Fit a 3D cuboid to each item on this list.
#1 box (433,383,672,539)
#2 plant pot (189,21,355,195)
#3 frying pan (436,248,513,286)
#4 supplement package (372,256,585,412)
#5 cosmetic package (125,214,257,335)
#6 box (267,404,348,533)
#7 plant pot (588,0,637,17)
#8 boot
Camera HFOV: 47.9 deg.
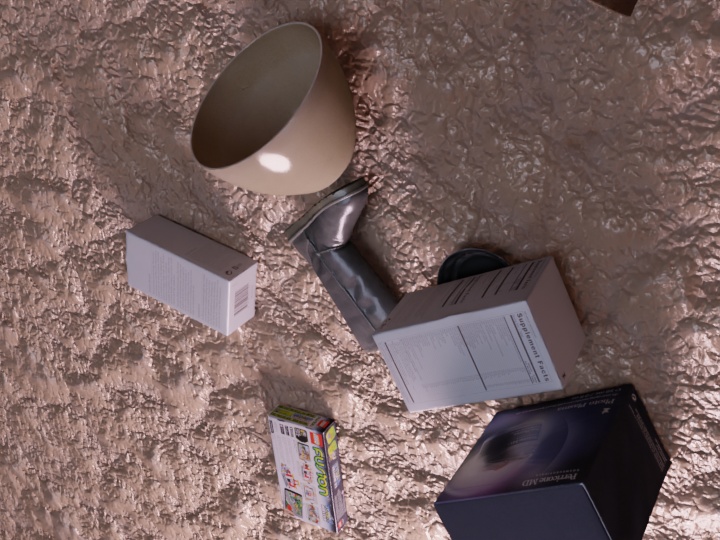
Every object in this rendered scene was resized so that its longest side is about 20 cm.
[{"bbox_3d":[0.224,0.246,0.938,0.199,0.198,0.124,-22,101,39],"label":"box"},{"bbox_3d":[-0.082,-0.166,0.950,0.199,0.202,0.134,-10,145,37],"label":"plant pot"},{"bbox_3d":[0.153,0.057,0.993,0.114,0.031,0.192,6,120,30],"label":"frying pan"},{"bbox_3d":[0.136,0.076,0.928,0.199,0.110,0.114,-15,108,35],"label":"supplement package"},{"bbox_3d":[-0.254,0.005,1.214,0.199,0.071,0.102,24,126,21],"label":"cosmetic package"},{"bbox_3d":[-0.083,0.317,1.292,0.109,0.035,0.202,10,120,29],"label":"box"},{"bbox_3d":[0.194,-0.346,0.666,0.186,0.187,0.201,34,118,14],"label":"plant pot"},{"bbox_3d":[0.002,-0.001,1.039,0.201,0.072,0.182,58,145,3],"label":"boot"}]
